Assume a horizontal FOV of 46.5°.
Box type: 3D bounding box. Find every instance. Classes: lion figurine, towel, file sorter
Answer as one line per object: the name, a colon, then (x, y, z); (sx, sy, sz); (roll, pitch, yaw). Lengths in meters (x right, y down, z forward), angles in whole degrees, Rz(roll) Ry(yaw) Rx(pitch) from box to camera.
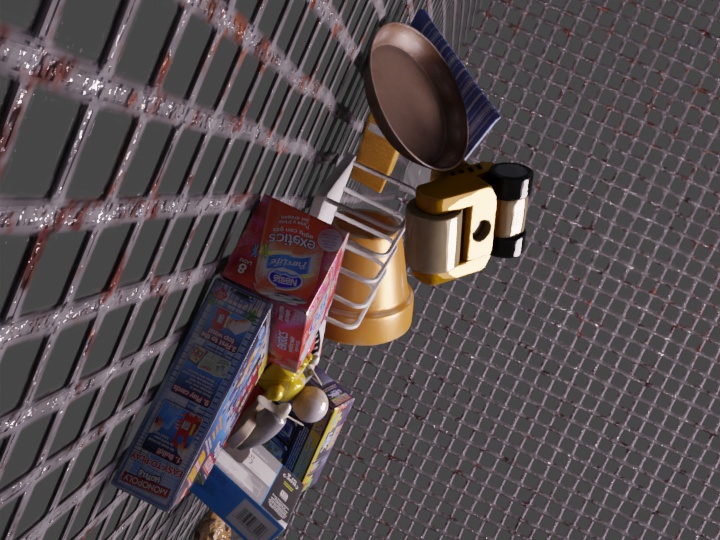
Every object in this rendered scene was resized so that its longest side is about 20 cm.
lion figurine: (-0.284, 0.501, 1.634); (0.200, 0.072, 0.123); (-105, -155, -73)
towel: (0.112, -0.253, 1.193); (0.024, 0.200, 0.145); (-23, 163, -31)
file sorter: (-0.015, -0.036, 1.210); (0.200, 0.124, 0.139); (-67, 175, 35)
file sorter: (0.265, -0.348, 3.087); (0.125, 0.200, 0.139); (103, 12, -56)

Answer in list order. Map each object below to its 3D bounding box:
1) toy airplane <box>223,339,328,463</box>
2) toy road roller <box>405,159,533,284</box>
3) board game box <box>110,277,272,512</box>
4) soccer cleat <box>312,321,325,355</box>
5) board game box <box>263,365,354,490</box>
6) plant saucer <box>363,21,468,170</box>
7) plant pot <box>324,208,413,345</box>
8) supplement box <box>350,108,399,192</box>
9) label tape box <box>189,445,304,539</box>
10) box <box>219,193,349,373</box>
toy airplane: (-0.111, 0.157, 1.033); (0.199, 0.141, 0.200); (113, 2, -59)
toy road roller: (0.124, -0.081, 1.121); (0.200, 0.146, 0.123); (-19, 126, -29)
board game box: (-0.159, 0.137, 0.813); (0.200, 0.062, 0.200); (-63, 176, -24)
soccer cleat: (-0.084, 0.077, 1.335); (0.073, 0.068, 0.200); (103, -5, -51)
board game box: (-0.115, 0.240, 1.378); (0.057, 0.165, 0.200); (-21, 142, -51)
plant saucer: (0.067, -0.217, 1.071); (0.034, 0.200, 0.200); (-21, -151, 38)
plant pot: (0.000, 0.000, 1.455); (0.200, 0.200, 0.183); (-60, 159, -60)
supplement box: (0.039, -0.220, 1.380); (0.200, 0.069, 0.067); (108, 8, -55)
label tape box: (-0.162, 0.311, 1.270); (0.063, 0.144, 0.200); (-46, -177, 15)
box: (-0.082, 0.021, 0.875); (0.200, 0.095, 0.100); (108, 7, -66)
